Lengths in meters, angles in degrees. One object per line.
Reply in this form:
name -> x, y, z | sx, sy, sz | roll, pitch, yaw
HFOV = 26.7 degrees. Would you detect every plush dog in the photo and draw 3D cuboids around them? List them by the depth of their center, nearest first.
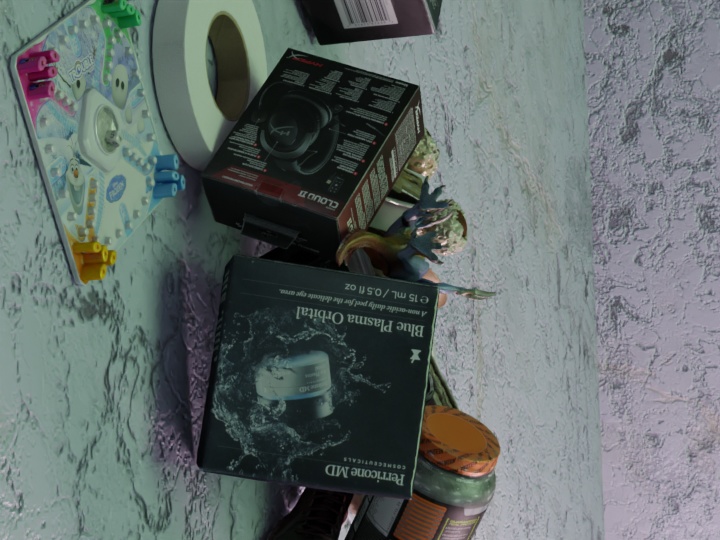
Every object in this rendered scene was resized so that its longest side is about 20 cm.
plush dog -> 0.016, -0.094, 1.839 | 0.172, 0.160, 0.201 | 29, 36, -50

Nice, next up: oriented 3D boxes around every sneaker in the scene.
sneaker -> -0.043, 0.242, 1.600 | 0.200, 0.075, 0.116 | -68, 177, -70

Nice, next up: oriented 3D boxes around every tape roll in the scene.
tape roll -> -0.144, -0.197, 1.483 | 0.203, 0.037, 0.204 | -2, 90, -72

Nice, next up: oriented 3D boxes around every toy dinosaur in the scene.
toy dinosaur -> 0.037, -0.024, 1.485 | 0.181, 0.199, 0.105 | 135, -48, -62

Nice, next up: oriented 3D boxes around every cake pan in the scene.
cake pan -> -0.029, -0.088, 1.599 | 0.037, 0.200, 0.200 | -68, 163, 8

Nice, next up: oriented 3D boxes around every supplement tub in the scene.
supplement tub -> 0.064, 0.248, 1.579 | 0.201, 0.122, 0.123 | -66, 172, 24

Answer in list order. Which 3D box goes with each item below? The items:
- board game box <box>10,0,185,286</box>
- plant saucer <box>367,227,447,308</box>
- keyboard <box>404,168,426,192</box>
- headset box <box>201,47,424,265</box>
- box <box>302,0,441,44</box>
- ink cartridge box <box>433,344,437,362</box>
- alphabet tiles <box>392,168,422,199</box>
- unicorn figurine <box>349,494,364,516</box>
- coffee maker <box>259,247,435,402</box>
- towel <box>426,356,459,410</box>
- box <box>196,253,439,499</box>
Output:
board game box -> -0.214, -0.119, 1.281 | 0.200, 0.026, 0.201 | -60, 142, -58
plant saucer -> 0.000, 0.000, 1.667 | 0.036, 0.200, 0.200 | -60, 149, -18
keyboard -> -0.006, -0.114, 1.736 | 0.199, 0.011, 0.056 | 20, 56, -27
headset box -> -0.047, -0.105, 1.454 | 0.200, 0.148, 0.077 | -61, 157, -29
box -> 0.022, -0.380, 1.811 | 0.107, 0.148, 0.201 | 66, 27, -46
ink cartridge box -> 0.054, 0.123, 1.872 | 0.200, 0.085, 0.148 | -86, 169, -78
alphabet tiles -> -0.015, -0.138, 1.639 | 0.006, 0.200, 0.166 | -57, -170, 13
unicorn figurine -> 0.002, 0.237, 1.734 | 0.137, 0.074, 0.201 | 173, -104, -83
coffee maker -> -0.043, 0.078, 1.555 | 0.192, 0.134, 0.200 | -39, 114, -28
towel -> 0.061, 0.166, 1.689 | 0.034, 0.133, 0.201 | -16, 71, -35
box -> -0.041, 0.100, 1.411 | 0.117, 0.196, 0.201 | 150, -52, -80
